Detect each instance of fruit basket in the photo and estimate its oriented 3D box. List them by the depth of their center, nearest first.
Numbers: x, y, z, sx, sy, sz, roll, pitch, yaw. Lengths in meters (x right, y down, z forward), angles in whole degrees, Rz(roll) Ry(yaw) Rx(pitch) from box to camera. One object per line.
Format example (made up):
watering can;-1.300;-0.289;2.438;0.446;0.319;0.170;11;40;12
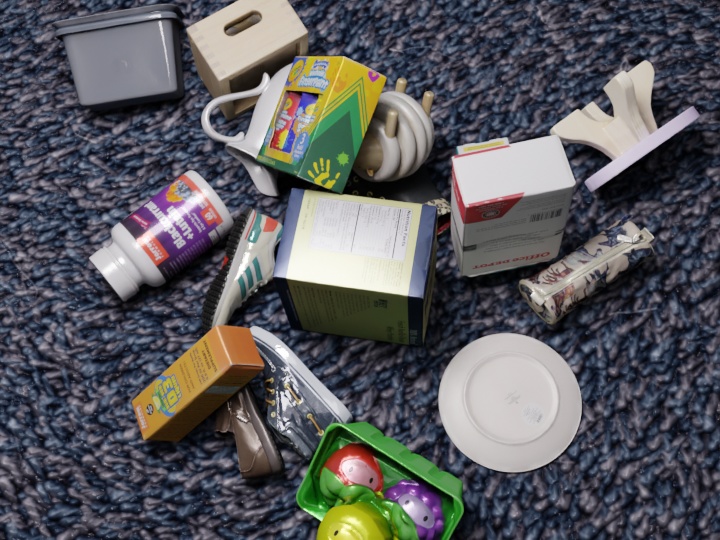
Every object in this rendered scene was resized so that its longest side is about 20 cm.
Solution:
fruit basket;0.012;0.303;1.169;0.215;0.216;0.156;29;109;15

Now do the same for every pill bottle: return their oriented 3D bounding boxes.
pill bottle;-0.295;-0.047;1.385;0.200;0.111;0.111;-40;70;-13

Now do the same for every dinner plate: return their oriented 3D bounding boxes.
dinner plate;0.209;0.179;1.306;0.199;0.024;0.201;-1;68;2

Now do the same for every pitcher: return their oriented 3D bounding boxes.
pitcher;-0.132;-0.242;1.439;0.172;0.121;0.200;43;75;-24

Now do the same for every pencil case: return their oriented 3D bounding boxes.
pencil case;0.323;0.001;1.341;0.200;0.090;0.078;-31;69;-9

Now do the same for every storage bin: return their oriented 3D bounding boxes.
storage bin;-0.377;-0.337;1.515;0.199;0.146;0.135;-8;94;-1

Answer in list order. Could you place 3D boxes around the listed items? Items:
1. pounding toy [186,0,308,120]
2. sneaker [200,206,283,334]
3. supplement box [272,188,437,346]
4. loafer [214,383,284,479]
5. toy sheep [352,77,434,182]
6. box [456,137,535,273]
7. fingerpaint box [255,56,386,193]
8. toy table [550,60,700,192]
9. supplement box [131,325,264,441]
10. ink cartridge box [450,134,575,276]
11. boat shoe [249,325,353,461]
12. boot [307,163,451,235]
pounding toy;-0.166;-0.365;1.492;0.200;0.184;0.142;-31;80;-10
sneaker;-0.162;0.013;1.373;0.093;0.070;0.200;22;84;-24
supplement box;0.000;0.000;1.299;0.199;0.200;0.135;8;68;7
loafer;-0.173;0.198;1.292;0.071;0.073;0.200;-25;67;-7
toy sheep;0.046;-0.197;1.349;0.138;0.138;0.200;43;46;19
box;0.204;-0.099;1.412;0.082;0.049;0.201;-10;66;-1
fingerpaint box;-0.061;-0.208;1.303;0.073;0.200;0.167;20;94;-25
toy table;0.391;-0.218;1.398;0.200;0.184;0.117;-34;86;-20
supplement box;-0.221;0.155;1.261;0.200;0.069;0.067;-42;60;29
ink cartridge box;0.199;-0.083;1.270;0.146;0.200;0.083;-11;63;-2
boat shoe;-0.110;0.169;1.301;0.200;0.071;0.091;42;71;16
boot;0.030;-0.098;1.404;0.203;0.074;0.154;-27;62;-12
